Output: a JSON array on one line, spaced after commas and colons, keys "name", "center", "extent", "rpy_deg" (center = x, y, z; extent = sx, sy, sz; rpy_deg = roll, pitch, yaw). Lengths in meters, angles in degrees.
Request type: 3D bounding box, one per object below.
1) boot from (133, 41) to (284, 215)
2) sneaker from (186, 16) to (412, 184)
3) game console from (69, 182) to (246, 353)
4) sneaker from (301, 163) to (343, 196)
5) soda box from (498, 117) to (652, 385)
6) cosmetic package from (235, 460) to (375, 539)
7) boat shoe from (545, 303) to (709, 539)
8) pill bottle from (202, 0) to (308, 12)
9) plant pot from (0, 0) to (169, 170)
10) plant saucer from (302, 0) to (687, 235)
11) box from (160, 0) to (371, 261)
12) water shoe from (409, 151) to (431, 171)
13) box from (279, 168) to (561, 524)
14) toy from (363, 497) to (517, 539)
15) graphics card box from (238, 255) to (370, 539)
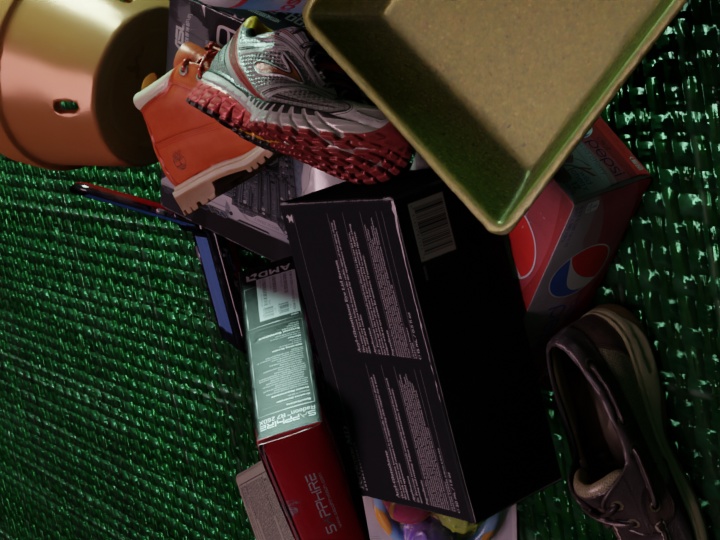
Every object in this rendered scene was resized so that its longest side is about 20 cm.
[{"name": "boot", "center": [-0.085, -0.122, 1.145], "extent": [0.199, 0.075, 0.108], "rpy_deg": [-26, 94, 41]}, {"name": "sneaker", "center": [-0.035, -0.113, 1.014], "extent": [0.199, 0.078, 0.083], "rpy_deg": [27, 88, 47]}, {"name": "game console", "center": [-0.171, -0.005, 1.406], "extent": [0.200, 0.117, 0.175], "rpy_deg": [-167, 62, -79]}, {"name": "sneaker", "center": [0.000, 0.000, 1.161], "extent": [0.100, 0.077, 0.202], "rpy_deg": [-78, -22, -63]}, {"name": "soda box", "center": [0.108, -0.005, 1.012], "extent": [0.070, 0.063, 0.201], "rpy_deg": [54, 147, 28]}, {"name": "cosmetic package", "center": [-0.018, 0.182, 1.315], "extent": [0.200, 0.086, 0.105], "rpy_deg": [-34, 74, 62]}, {"name": "boat shoe", "center": [0.157, 0.125, 0.992], "extent": [0.073, 0.064, 0.202], "rpy_deg": [-17, 91, 60]}, {"name": "pill bottle", "center": [-0.049, -0.215, 1.002], "extent": [0.108, 0.198, 0.110], "rpy_deg": [4, 94, 59]}, {"name": "plant pot", "center": [-0.224, -0.173, 1.407], "extent": [0.139, 0.199, 0.202], "rpy_deg": [22, 125, 35]}, {"name": "plant saucer", "center": [0.086, -0.157, 0.909], "extent": [0.200, 0.048, 0.200], "rpy_deg": [49, 117, 27]}, {"name": "box", "center": [-0.073, -0.108, 1.230], "extent": [0.156, 0.050, 0.202], "rpy_deg": [26, 132, 19]}, {"name": "water shoe", "center": [0.073, -0.057, 1.064], "extent": [0.079, 0.072, 0.201], "rpy_deg": [36, 142, 7]}, {"name": "box", "center": [0.036, 0.043, 1.019], "extent": [0.141, 0.078, 0.203], "rpy_deg": [1, 108, 57]}, {"name": "toy", "center": [0.051, 0.154, 1.150], "extent": [0.047, 0.113, 0.203], "rpy_deg": [-61, -29, -67]}, {"name": "graphics card box", "center": [-0.040, 0.097, 1.138], "extent": [0.201, 0.050, 0.127], "rpy_deg": [-104, -4, -57]}]
